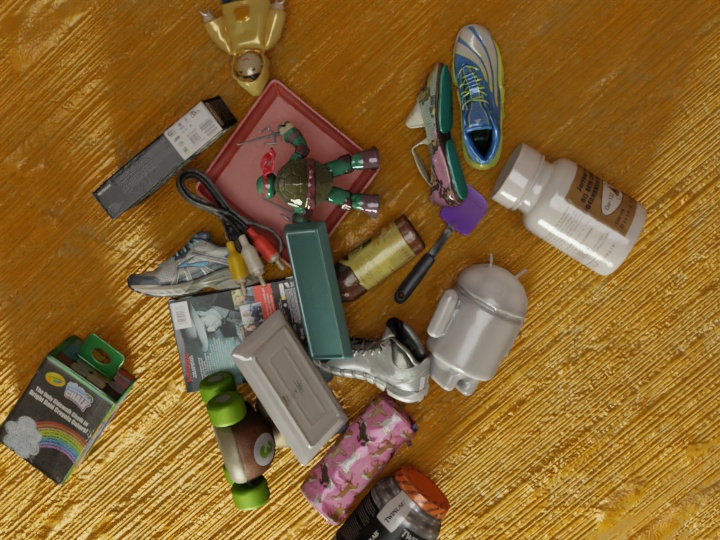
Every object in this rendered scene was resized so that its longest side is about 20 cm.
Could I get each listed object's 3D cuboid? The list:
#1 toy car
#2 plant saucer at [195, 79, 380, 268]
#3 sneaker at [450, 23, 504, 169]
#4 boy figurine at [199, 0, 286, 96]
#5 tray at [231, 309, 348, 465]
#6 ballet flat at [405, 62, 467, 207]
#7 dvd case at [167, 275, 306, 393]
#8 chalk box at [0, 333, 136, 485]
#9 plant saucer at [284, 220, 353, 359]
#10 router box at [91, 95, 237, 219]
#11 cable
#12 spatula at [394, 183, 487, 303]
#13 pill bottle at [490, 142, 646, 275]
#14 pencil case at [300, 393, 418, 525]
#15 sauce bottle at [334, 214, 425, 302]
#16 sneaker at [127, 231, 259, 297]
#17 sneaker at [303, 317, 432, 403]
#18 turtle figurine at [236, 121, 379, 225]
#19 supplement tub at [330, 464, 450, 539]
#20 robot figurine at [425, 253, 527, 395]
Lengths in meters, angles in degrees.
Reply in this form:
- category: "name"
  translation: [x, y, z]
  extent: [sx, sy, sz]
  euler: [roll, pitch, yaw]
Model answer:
- category: "toy car"
  translation: [-0.117, 0.222, 1.566]
  extent: [0.197, 0.158, 0.167]
  euler: [-18, 109, -12]
- category: "plant saucer"
  translation: [-0.104, -0.135, 1.546]
  extent: [0.199, 0.037, 0.201]
  euler: [38, 100, -4]
- category: "sneaker"
  translation: [0.169, -0.238, 1.480]
  extent: [0.074, 0.105, 0.204]
  euler: [-8, 101, 4]
- category: "boy figurine"
  translation: [-0.163, -0.345, 1.486]
  extent: [0.122, 0.064, 0.204]
  euler: [-1, 92, 3]
- category: "tray"
  translation: [-0.093, 0.166, 1.518]
  extent: [0.107, 0.022, 0.202]
  euler: [-42, 109, -32]
- category: "ballet flat"
  translation: [0.103, -0.188, 1.518]
  extent: [0.070, 0.069, 0.204]
  euler: [-5, 102, 25]
- category: "dvd case"
  translation: [-0.178, 0.096, 1.601]
  extent: [0.196, 0.022, 0.149]
  euler: [-11, 100, 3]
- category: "chalk box"
  translation: [-0.419, 0.185, 1.576]
  extent: [0.124, 0.124, 0.201]
  euler: [36, 99, -4]
- category: "plant saucer"
  translation: [-0.062, 0.032, 1.505]
  extent: [0.069, 0.019, 0.204]
  euler: [-3, 105, 30]
- category: "router box"
  translation: [-0.268, -0.159, 1.490]
  extent: [0.199, 0.149, 0.051]
  euler: [-38, 98, 8]
- category: "cable"
  translation: [-0.177, -0.069, 1.513]
  extent: [0.096, 0.050, 0.202]
  euler: [-33, 93, -17]
- category: "spatula"
  translation: [0.111, -0.033, 1.563]
  extent: [0.056, 0.021, 0.201]
  euler: [37, 103, 8]
- category: "pill bottle"
  translation: [0.288, -0.090, 1.499]
  extent: [0.198, 0.114, 0.115]
  euler: [30, 101, -4]
- category: "pencil case"
  translation: [-0.002, 0.279, 1.584]
  extent: [0.086, 0.083, 0.200]
  euler: [43, 90, 15]
- category: "sauce bottle"
  translation: [0.000, 0.000, 1.552]
  extent: [0.199, 0.066, 0.066]
  euler: [-35, 98, 6]
- category: "sneaker"
  translation: [-0.243, -0.011, 1.563]
  extent: [0.196, 0.078, 0.088]
  euler: [-8, 94, -6]
- category: "sneaker"
  translation: [0.016, 0.103, 1.539]
  extent: [0.197, 0.075, 0.117]
  euler: [20, 129, 10]
- category: "turtle figurine"
  translation: [-0.072, -0.121, 1.482]
  extent: [0.196, 0.101, 0.152]
  euler: [0, 112, -8]
- category: "supplement tub"
  translation: [0.037, 0.397, 1.598]
  extent: [0.122, 0.123, 0.201]
  euler: [37, 100, -5]
- category: "robot figurine"
  translation: [0.167, 0.076, 1.535]
  extent: [0.168, 0.113, 0.202]
  euler: [17, 104, -42]
